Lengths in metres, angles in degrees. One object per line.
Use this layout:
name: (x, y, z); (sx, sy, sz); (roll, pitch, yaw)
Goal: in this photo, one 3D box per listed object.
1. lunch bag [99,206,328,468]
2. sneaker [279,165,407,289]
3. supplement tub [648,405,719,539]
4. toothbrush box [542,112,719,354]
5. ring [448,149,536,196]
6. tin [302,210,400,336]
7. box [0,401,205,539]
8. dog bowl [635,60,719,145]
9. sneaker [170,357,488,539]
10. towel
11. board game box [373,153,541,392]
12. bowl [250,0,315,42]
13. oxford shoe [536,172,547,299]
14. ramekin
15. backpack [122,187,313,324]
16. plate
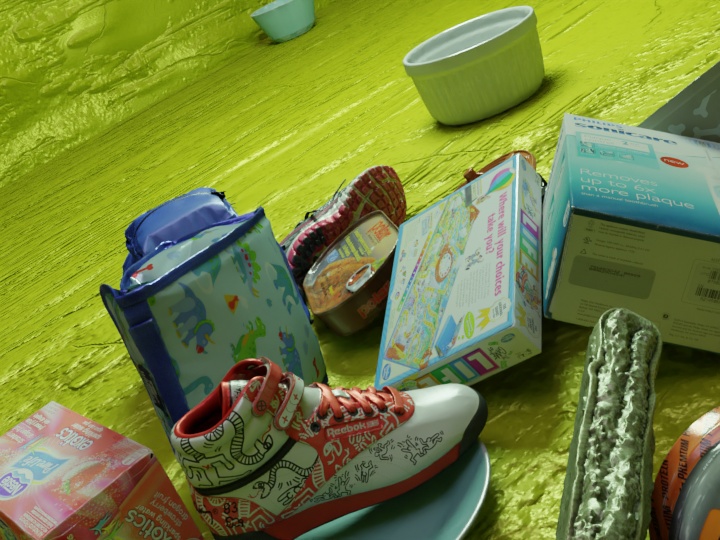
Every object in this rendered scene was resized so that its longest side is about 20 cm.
lunch bag: (-0.114, 0.063, 0.774); (0.126, 0.171, 0.200); (-20, 13, 11)
sneaker: (-0.026, -0.053, 1.113); (0.200, 0.081, 0.074); (-38, 23, -32)
supplement tub: (0.205, 0.127, 0.371); (0.122, 0.123, 0.200); (-28, 20, -11)
toothbrush box: (0.210, -0.033, 0.718); (0.145, 0.086, 0.200); (12, 26, 5)
ring: (0.087, -0.045, 0.953); (0.200, 0.019, 0.201); (-44, 13, 13)
tin: (0.000, 0.000, 0.963); (0.112, 0.042, 0.200); (-47, 15, 5)
box: (-0.206, 0.177, 0.727); (0.094, 0.103, 0.199); (-36, 25, -29)
dog bowl: (0.302, -0.136, 0.871); (0.199, 0.059, 0.200); (-37, -5, -4)
sneaker: (-0.021, 0.096, 0.639); (0.200, 0.109, 0.067); (-26, 20, -5)
towel: (0.112, 0.122, 0.470); (0.036, 0.150, 0.200); (10, 30, 12)
board game box: (0.080, 0.008, 0.794); (0.134, 0.034, 0.201); (-30, 31, 33)
bowl: (-0.213, -0.741, 2.928); (0.199, 0.106, 0.201); (-20, 21, 8)
oxford shoe: (0.150, -0.012, 0.860); (0.084, 0.073, 0.200); (-36, 16, 15)
ramekin: (0.169, -0.290, 1.433); (0.199, 0.106, 0.200); (-21, 20, 8)
backpack: (-0.154, 0.005, 0.999); (0.161, 0.169, 0.200); (-22, 16, -13)
plate: (-0.006, 0.163, 0.649); (0.199, 0.026, 0.201); (-22, 22, 9)
